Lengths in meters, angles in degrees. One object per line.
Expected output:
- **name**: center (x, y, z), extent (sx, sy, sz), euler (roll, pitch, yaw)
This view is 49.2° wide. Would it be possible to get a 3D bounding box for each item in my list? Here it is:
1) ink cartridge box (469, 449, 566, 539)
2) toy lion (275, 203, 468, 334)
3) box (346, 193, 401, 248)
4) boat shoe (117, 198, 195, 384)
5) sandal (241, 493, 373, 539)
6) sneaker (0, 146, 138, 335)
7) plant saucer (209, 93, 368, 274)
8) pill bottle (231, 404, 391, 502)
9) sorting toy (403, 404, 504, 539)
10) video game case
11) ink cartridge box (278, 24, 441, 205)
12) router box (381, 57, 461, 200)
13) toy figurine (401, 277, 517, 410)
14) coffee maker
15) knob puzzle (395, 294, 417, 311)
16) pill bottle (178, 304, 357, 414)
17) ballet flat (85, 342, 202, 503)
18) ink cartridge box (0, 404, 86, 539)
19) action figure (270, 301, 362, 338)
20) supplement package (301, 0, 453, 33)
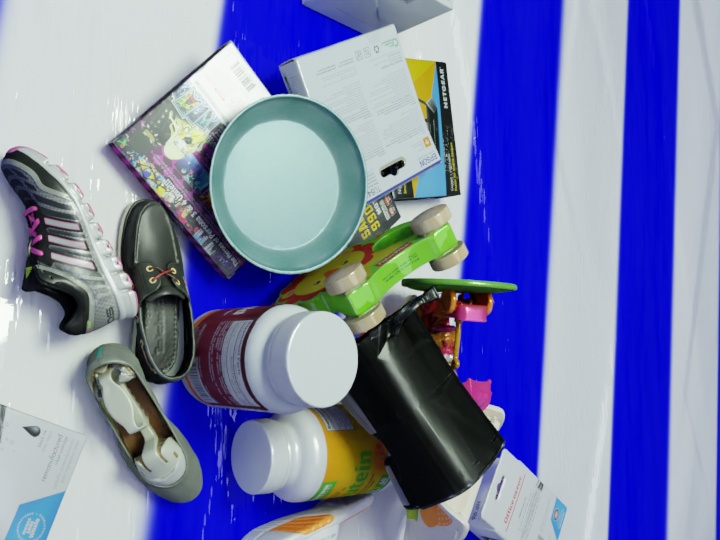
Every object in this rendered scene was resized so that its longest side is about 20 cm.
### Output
- **ink cartridge box**: center (0.234, 0.374, 1.229), extent (0.200, 0.067, 0.117), euler (46, 57, -31)
- **toy lion**: center (0.000, 0.000, 0.918), extent (0.199, 0.191, 0.069), euler (-35, 107, -20)
- **box**: center (-0.044, -0.114, 1.037), extent (0.158, 0.048, 0.202), euler (-42, 113, -38)
- **boat shoe**: center (-0.216, 0.021, 0.853), extent (0.073, 0.063, 0.205), euler (-3, 86, -40)
- **sandal**: center (-0.053, 0.327, 0.964), extent (0.205, 0.079, 0.060), euler (-8, 88, -45)
- **sneaker**: center (-0.301, -0.022, 0.767), extent (0.087, 0.073, 0.202), euler (-37, 108, -33)
- **plant saucer**: center (-0.084, -0.098, 0.904), extent (0.198, 0.036, 0.203), euler (-3, 96, -30)
- **pill bottle**: center (-0.052, 0.220, 0.953), extent (0.198, 0.110, 0.113), euler (7, 81, -43)
- **sorting toy**: center (0.102, 0.293, 1.066), extent (0.201, 0.106, 0.182), euler (-56, 166, -49)
- **video game case**: center (-0.155, -0.125, 0.903), extent (0.181, 0.036, 0.201), euler (-46, 114, -18)
- **ink cartridge box**: center (0.006, -0.201, 1.030), extent (0.199, 0.040, 0.202), euler (-31, 106, -40)
- **router box**: center (0.073, -0.205, 1.153), extent (0.148, 0.051, 0.203), euler (-9, 92, -42)
- **toy figurine**: center (0.111, 0.107, 1.027), extent (0.148, 0.200, 0.187), euler (5, 87, -22)
- **coffee maker**: center (0.063, 0.152, 0.879), extent (0.134, 0.192, 0.201), euler (-35, 88, -24)
- **knob puzzle**: center (0.074, 0.135, 1.121), extent (0.219, 0.030, 0.223), euler (19, 68, -56)
- **pill bottle**: center (-0.103, 0.096, 0.856), extent (0.113, 0.199, 0.116), euler (5, 82, -43)
- **ballet flat**: center (-0.228, 0.171, 0.818), extent (0.067, 0.064, 0.202), euler (-27, 105, -5)
- **ink cartridge box**: center (-0.362, 0.168, 0.694), extent (0.199, 0.067, 0.117), euler (32, 64, -36)
- **action figure**: center (-0.039, 0.079, 1.026), extent (0.199, 0.051, 0.066), euler (25, 74, -37)
- **supplement package**: center (0.028, -0.452, 1.068), extent (0.151, 0.150, 0.203), euler (11, 78, -41)
